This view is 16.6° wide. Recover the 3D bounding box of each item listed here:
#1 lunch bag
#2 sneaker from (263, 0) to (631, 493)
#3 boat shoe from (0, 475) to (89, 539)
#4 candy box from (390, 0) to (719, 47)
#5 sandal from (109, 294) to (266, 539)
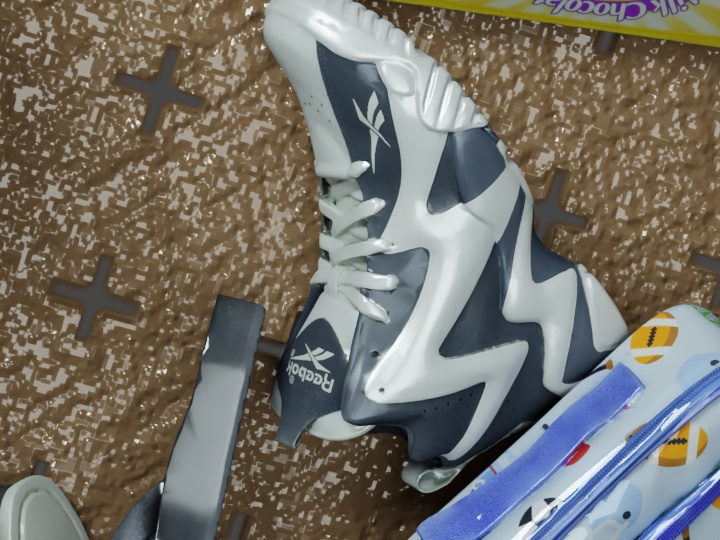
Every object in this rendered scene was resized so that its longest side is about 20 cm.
[{"bbox_3d":[0.101,0.119,0.964,0.200,0.076,0.160,-43,130,-2],"label":"lunch bag"},{"bbox_3d":[0.000,0.000,0.932,0.130,0.079,0.199,-44,119,-11],"label":"sneaker"},{"bbox_3d":[-0.128,0.180,0.949,0.060,0.074,0.202,-6,99,25],"label":"boat shoe"},{"bbox_3d":[0.081,-0.133,0.923,0.198,0.027,0.102,6,144,-15],"label":"candy box"},{"bbox_3d":[-0.078,0.107,0.932,0.043,0.076,0.202,13,78,-3],"label":"sandal"}]
